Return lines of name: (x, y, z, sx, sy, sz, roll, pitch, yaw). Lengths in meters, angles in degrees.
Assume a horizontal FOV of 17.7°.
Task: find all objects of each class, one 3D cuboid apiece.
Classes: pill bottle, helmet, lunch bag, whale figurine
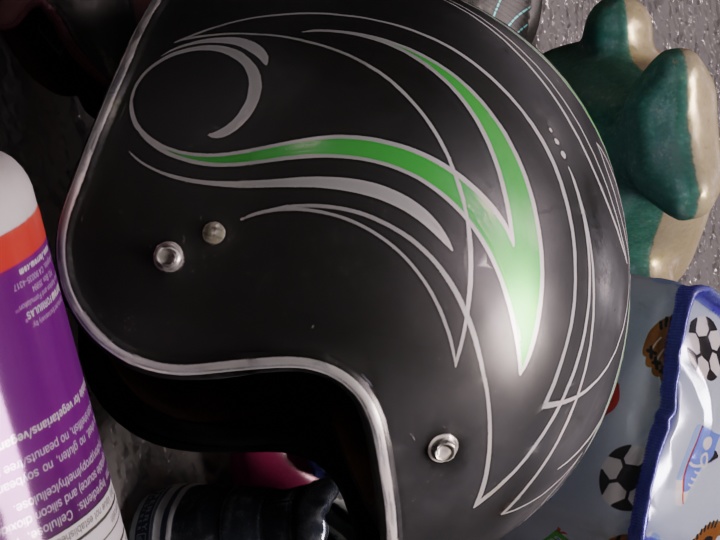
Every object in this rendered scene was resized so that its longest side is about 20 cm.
pill bottle: (-0.135, 0.068, 0.727, 0.112, 0.112, 0.200, -35, 117, -54)
helmet: (0.000, 0.000, 0.802, 0.200, 0.191, 0.200, 18, 90, -89)
lunch bag: (0.107, 0.069, 0.950, 0.200, 0.170, 0.124, 18, 84, -52)
whale figurine: (0.113, -0.052, 1.101, 0.200, 0.104, 0.159, 156, -70, -83)

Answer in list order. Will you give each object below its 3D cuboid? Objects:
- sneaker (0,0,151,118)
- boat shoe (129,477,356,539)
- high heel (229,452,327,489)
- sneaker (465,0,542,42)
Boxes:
sneaker: (-0.078, -0.114, 0.891, 0.200, 0.076, 0.116, -2, 94, -48)
boat shoe: (-0.009, 0.158, 0.937, 0.200, 0.091, 0.071, 57, 38, -39)
high heel: (0.013, 0.043, 1.009, 0.200, 0.067, 0.096, -54, 142, -42)
sneaker: (0.039, -0.096, 1.064, 0.079, 0.075, 0.200, -6, 91, -56)
